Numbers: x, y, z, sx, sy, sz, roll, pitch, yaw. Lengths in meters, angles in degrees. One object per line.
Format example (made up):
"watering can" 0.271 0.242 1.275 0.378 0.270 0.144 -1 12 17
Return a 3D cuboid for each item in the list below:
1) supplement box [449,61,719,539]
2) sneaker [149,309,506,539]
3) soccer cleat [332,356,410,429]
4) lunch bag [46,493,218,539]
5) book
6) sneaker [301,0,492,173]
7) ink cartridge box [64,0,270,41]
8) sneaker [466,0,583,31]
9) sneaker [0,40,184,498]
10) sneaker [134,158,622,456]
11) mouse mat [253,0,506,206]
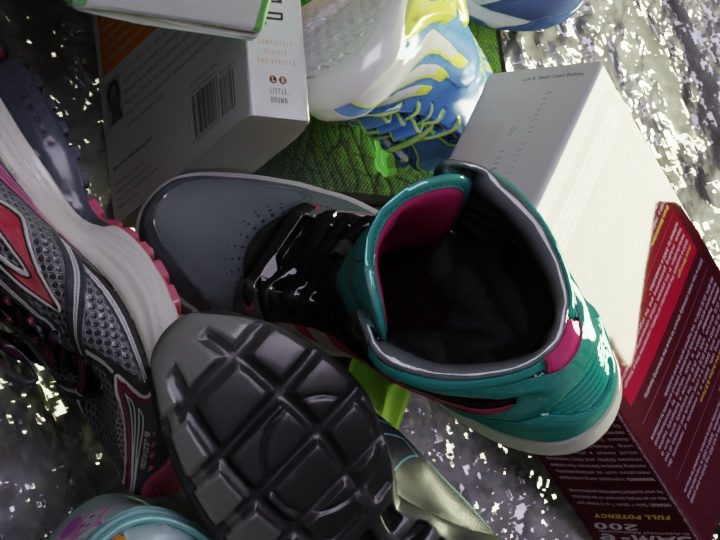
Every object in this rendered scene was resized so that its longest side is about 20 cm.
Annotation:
"supplement box" 0.104 0.019 1.065 0.200 0.061 0.109 55 47 -34
"sneaker" -0.010 0.086 0.913 0.075 0.079 0.200 -45 113 -3
"soccer cleat" -0.022 0.086 1.000 0.067 0.081 0.200 20 84 -17
"lunch bag" -0.061 0.194 0.903 0.200 0.077 0.160 42 76 -12
"book" -0.068 -0.132 1.002 0.048 0.134 0.200 5 71 -27
"sneaker" 0.023 -0.083 1.040 0.105 0.076 0.200 60 20 -17
"ink cartridge box" -0.096 -0.192 0.941 0.084 0.200 0.146 4 111 -33
"sneaker" 0.039 -0.189 1.119 0.200 0.088 0.075 40 53 -16
"sneaker" -0.127 0.007 0.941 0.075 0.081 0.200 -24 65 -27
"sneaker" 0.000 0.000 0.899 0.200 0.121 0.084 21 73 13
"mouse mat" 0.000 -0.124 1.127 0.161 0.008 0.200 3 70 -33
